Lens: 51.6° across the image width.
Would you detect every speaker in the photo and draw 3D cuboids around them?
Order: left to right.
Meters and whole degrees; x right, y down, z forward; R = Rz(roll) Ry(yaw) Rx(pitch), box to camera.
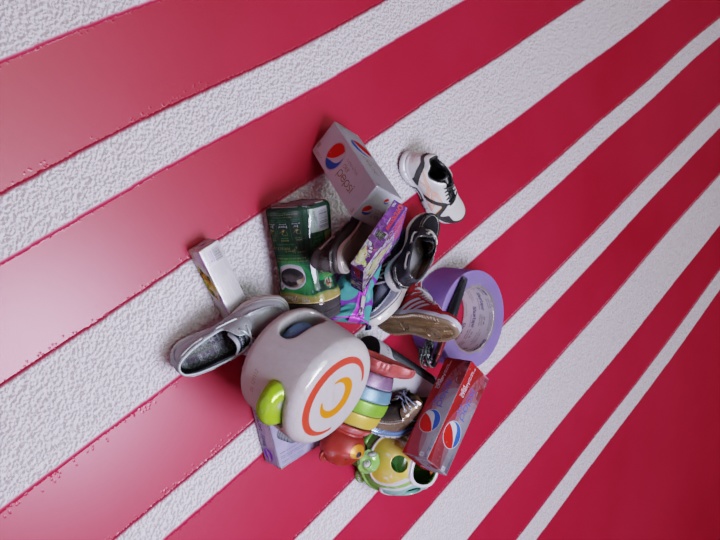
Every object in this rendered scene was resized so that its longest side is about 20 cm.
[{"bbox_3d":[0.066,0.200,1.422,0.200,0.081,0.082,36,70,-37],"label":"speaker"}]

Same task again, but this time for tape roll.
[{"bbox_3d":[0.200,0.096,1.529,0.199,0.085,0.201,-4,97,-42],"label":"tape roll"}]

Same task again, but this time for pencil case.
[{"bbox_3d":[0.000,0.000,1.334,0.085,0.092,0.201,19,80,-32],"label":"pencil case"}]

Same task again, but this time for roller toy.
[{"bbox_3d":[-0.087,0.159,1.157,0.183,0.139,0.200,-55,148,-8],"label":"roller toy"}]

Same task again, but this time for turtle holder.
[{"bbox_3d":[0.066,0.348,1.400,0.186,0.131,0.141,49,63,-34],"label":"turtle holder"}]

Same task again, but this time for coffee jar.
[{"bbox_3d":[-0.092,-0.015,1.240,0.085,0.104,0.201,-23,110,-54],"label":"coffee jar"}]

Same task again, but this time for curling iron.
[{"bbox_3d":[0.164,0.098,1.422,0.050,0.025,0.201,46,64,-38],"label":"curling iron"}]

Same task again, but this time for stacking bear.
[{"bbox_3d":[-0.008,0.239,1.277,0.121,0.113,0.201,22,90,-50],"label":"stacking bear"}]

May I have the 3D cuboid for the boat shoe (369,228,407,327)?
[{"bbox_3d":[0.046,0.008,1.398,0.093,0.074,0.200,54,52,-24],"label":"boat shoe"}]

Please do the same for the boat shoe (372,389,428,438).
[{"bbox_3d":[0.084,0.258,1.380,0.199,0.072,0.073,4,116,-38],"label":"boat shoe"}]

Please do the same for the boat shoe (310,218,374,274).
[{"bbox_3d":[-0.023,-0.048,1.217,0.200,0.057,0.067,-48,136,-62],"label":"boat shoe"}]

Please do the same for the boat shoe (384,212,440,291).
[{"bbox_3d":[0.110,-0.042,1.374,0.074,0.060,0.200,53,47,-17],"label":"boat shoe"}]

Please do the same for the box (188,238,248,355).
[{"bbox_3d":[-0.209,0.044,1.185,0.041,0.039,0.201,-37,117,-29],"label":"box"}]

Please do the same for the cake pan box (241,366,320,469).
[{"bbox_3d":[-0.096,0.213,1.297,0.200,0.052,0.185,-26,113,-37],"label":"cake pan box"}]

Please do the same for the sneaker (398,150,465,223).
[{"bbox_3d":[0.156,-0.158,1.469,0.200,0.080,0.074,42,65,-38],"label":"sneaker"}]

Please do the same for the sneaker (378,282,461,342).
[{"bbox_3d":[0.126,0.069,1.382,0.113,0.199,0.071,-47,121,-30],"label":"sneaker"}]

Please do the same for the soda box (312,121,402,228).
[{"bbox_3d":[-0.009,-0.161,1.242,0.064,0.200,0.068,23,117,-41],"label":"soda box"}]

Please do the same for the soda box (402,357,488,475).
[{"bbox_3d":[0.155,0.260,1.347,0.070,0.063,0.201,45,62,-34],"label":"soda box"}]

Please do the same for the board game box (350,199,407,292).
[{"bbox_3d":[0.027,-0.033,1.196,0.032,0.200,0.120,29,81,5],"label":"board game box"}]

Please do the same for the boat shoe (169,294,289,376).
[{"bbox_3d":[-0.194,0.106,1.142,0.200,0.071,0.070,-28,114,-12],"label":"boat shoe"}]
